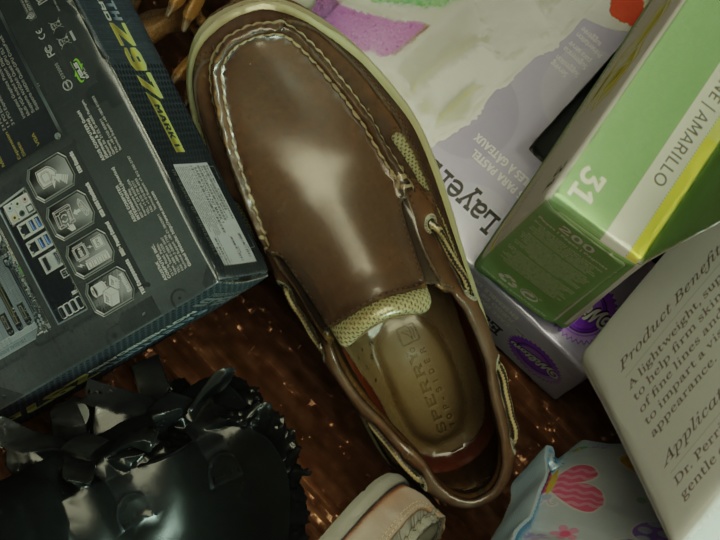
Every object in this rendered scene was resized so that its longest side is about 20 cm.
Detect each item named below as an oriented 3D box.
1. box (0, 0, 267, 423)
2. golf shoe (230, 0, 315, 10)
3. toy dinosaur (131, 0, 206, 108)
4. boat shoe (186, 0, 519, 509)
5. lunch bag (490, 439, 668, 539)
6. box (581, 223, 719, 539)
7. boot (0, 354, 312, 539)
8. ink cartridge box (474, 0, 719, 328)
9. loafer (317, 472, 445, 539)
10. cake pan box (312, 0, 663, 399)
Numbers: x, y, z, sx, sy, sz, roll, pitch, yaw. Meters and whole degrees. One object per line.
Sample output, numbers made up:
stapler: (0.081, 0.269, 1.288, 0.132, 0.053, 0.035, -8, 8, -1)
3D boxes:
box: (-0.146, -0.047, 0.971, 0.158, 0.051, 0.200, -30, 83, 19)
golf shoe: (-0.009, -0.173, 1.023, 0.097, 0.078, 0.200, 0, 59, 3)
toy dinosaur: (-0.090, -0.113, 1.018, 0.106, 0.060, 0.200, 24, 75, 34)
boat shoe: (0.006, -0.003, 0.975, 0.075, 0.075, 0.202, -30, 114, 3)
lunch bag: (0.116, 0.160, 0.949, 0.200, 0.170, 0.127, 43, 111, -4)
box: (0.218, 0.032, 0.932, 0.200, 0.131, 0.199, 31, 109, -24)
boot: (-0.094, 0.136, 0.959, 0.162, 0.073, 0.199, -23, 121, -40)
ink cartridge box: (0.117, -0.066, 0.942, 0.048, 0.200, 0.146, 35, 72, -2)
loafer: (-0.022, 0.166, 0.970, 0.063, 0.072, 0.200, 31, 72, 19)
cake pan box: (0.071, -0.079, 1.066, 0.200, 0.052, 0.184, 44, 75, 0)
